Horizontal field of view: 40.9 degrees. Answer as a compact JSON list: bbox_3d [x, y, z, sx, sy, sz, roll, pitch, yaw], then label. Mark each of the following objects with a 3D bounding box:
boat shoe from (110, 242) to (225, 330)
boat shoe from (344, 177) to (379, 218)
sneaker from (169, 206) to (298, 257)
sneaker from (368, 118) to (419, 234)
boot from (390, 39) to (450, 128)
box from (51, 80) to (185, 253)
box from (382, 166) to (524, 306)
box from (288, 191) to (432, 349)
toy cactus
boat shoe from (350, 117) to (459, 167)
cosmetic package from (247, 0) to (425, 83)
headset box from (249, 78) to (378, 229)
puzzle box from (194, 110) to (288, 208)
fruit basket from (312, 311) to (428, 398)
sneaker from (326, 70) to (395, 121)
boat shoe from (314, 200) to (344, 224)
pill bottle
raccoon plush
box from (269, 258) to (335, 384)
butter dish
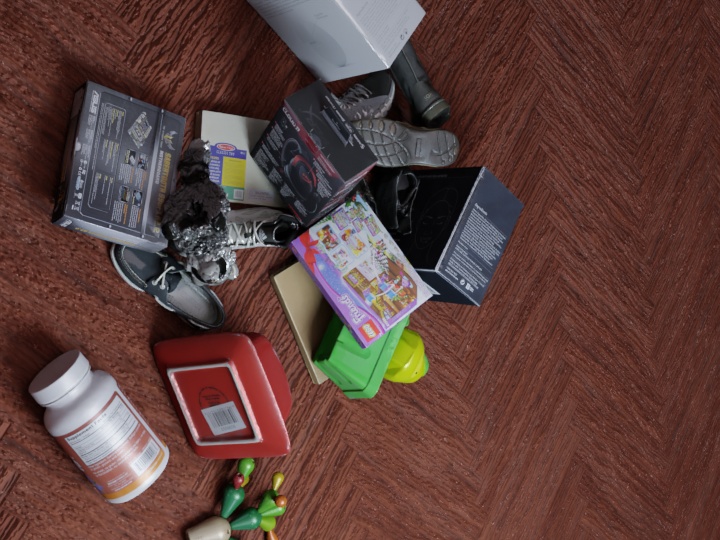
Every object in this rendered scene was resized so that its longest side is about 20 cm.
[{"bbox_3d":[-0.277,0.017,1.416,0.199,0.060,0.076,38,72,-30],"label":"boat shoe"},{"bbox_3d":[0.001,-0.103,1.602,0.068,0.056,0.203,-13,88,-37],"label":"boat shoe"},{"bbox_3d":[-0.182,-0.064,1.449,0.198,0.115,0.077,-12,99,-35],"label":"sneaker"},{"bbox_3d":[0.066,-0.162,1.633,0.059,0.104,0.203,21,80,-34],"label":"sneaker"},{"bbox_3d":[0.077,-0.333,1.645,0.072,0.182,0.201,-35,84,-10],"label":"boot"},{"bbox_3d":[-0.335,-0.143,1.352,0.157,0.048,0.204,17,70,-36],"label":"box"},{"bbox_3d":[0.139,-0.060,1.631,0.123,0.199,0.199,35,72,-33],"label":"box"},{"bbox_3d":[0.000,0.000,1.498,0.136,0.039,0.201,-36,90,-14],"label":"box"},{"bbox_3d":[-0.185,0.397,1.489,0.163,0.102,0.204,-13,108,-25],"label":"toy cactus"},{"bbox_3d":[0.061,-0.206,1.574,0.197,0.074,0.077,7,101,-21],"label":"boat shoe"},{"bbox_3d":[-0.043,-0.413,1.485,0.200,0.198,0.124,44,68,-29],"label":"cosmetic package"},{"bbox_3d":[-0.068,-0.171,1.421,0.075,0.200,0.149,-35,87,-30],"label":"headset box"},{"bbox_3d":[-0.169,-0.170,1.510,0.197,0.025,0.136,4,90,-36],"label":"puzzle box"},{"bbox_3d":[0.044,0.123,1.586,0.212,0.155,0.220,3,82,-20],"label":"fruit basket"},{"bbox_3d":[-0.020,-0.274,1.569,0.202,0.074,0.116,-59,139,-18],"label":"sneaker"},{"bbox_3d":[-0.054,-0.079,1.561,0.067,0.056,0.204,-25,114,-70],"label":"boat shoe"},{"bbox_3d":[-0.362,0.213,1.331,0.112,0.111,0.201,-44,115,-26],"label":"pill bottle"},{"bbox_3d":[-0.212,-0.074,1.394,0.135,0.095,0.202,74,23,-53],"label":"raccoon plush"},{"bbox_3d":[-0.051,0.061,1.606,0.163,0.021,0.203,-32,110,-31],"label":"box"},{"bbox_3d":[-0.180,0.165,1.441,0.148,0.197,0.202,-39,115,-53],"label":"butter dish"}]
